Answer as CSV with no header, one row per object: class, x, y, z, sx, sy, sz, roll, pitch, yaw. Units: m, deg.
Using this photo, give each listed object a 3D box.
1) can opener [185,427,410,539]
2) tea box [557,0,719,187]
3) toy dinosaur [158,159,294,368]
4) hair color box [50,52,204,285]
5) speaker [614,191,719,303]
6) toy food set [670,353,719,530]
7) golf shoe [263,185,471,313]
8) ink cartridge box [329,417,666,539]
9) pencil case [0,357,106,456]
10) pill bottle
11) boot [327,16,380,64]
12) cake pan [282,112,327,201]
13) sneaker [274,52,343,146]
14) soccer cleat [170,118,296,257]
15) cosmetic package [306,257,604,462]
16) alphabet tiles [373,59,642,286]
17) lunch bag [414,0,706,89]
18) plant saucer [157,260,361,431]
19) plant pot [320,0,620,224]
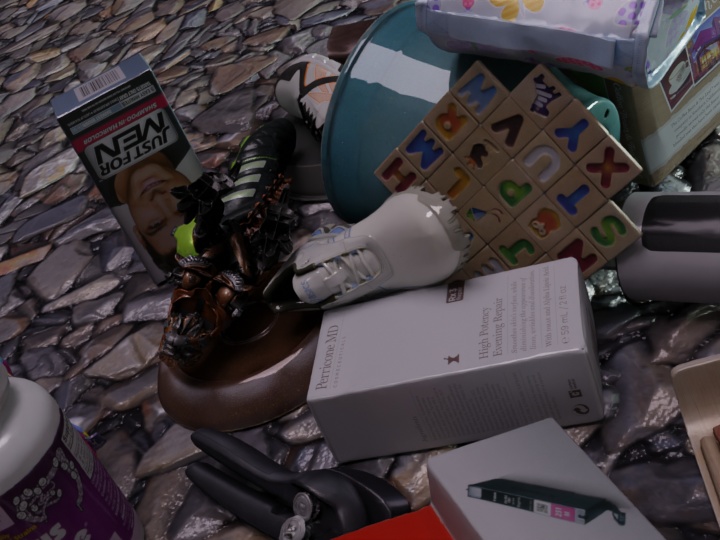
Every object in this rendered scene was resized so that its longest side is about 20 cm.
can opener,-0.060,0.158,0.720,0.199,0.078,0.064,7,84,43
tea box,0.235,-0.201,0.934,0.200,0.134,0.196,-40,36,-20
toy dinosaur,-0.112,-0.014,0.860,0.101,0.136,0.201,9,51,-8
hair color box,-0.208,-0.096,1.010,0.099,0.201,0.061,-29,34,-7
speaker,0.283,-0.014,0.704,0.199,0.082,0.081,3,43,34
toy food set,0.264,0.110,0.565,0.143,0.061,0.201,-16,35,13
golf shoe,0.000,0.000,0.779,0.097,0.079,0.200,-35,7,-34
ink cartridge box,0.081,0.175,0.571,0.172,0.044,0.200,-15,31,-17
pencil case,-0.293,0.133,0.864,0.088,0.089,0.199,-42,37,-24
pill bottle,-0.239,0.146,0.707,0.112,0.201,0.113,-17,35,12
boot,0.050,-0.284,1.177,0.165,0.073,0.201,0,35,8
cake pan,-0.013,-0.149,1.104,0.199,0.037,0.201,-16,35,12
sneaker,-0.032,-0.164,1.039,0.080,0.074,0.199,-43,37,-21
soccer cleat,-0.102,-0.069,0.996,0.081,0.068,0.201,15,54,24
cosmetic package,0.068,0.065,0.739,0.199,0.074,0.102,-12,36,16
alphabet tiles,0.102,-0.050,0.752,0.200,0.167,0.006,-45,-2,42
lunch bag,0.153,-0.210,0.741,0.169,0.128,0.200,16,40,26
plant saucer,-0.091,0.054,0.891,0.199,0.032,0.201,-16,35,11
plant pot,0.102,-0.100,0.848,0.187,0.201,0.200,24,56,30
